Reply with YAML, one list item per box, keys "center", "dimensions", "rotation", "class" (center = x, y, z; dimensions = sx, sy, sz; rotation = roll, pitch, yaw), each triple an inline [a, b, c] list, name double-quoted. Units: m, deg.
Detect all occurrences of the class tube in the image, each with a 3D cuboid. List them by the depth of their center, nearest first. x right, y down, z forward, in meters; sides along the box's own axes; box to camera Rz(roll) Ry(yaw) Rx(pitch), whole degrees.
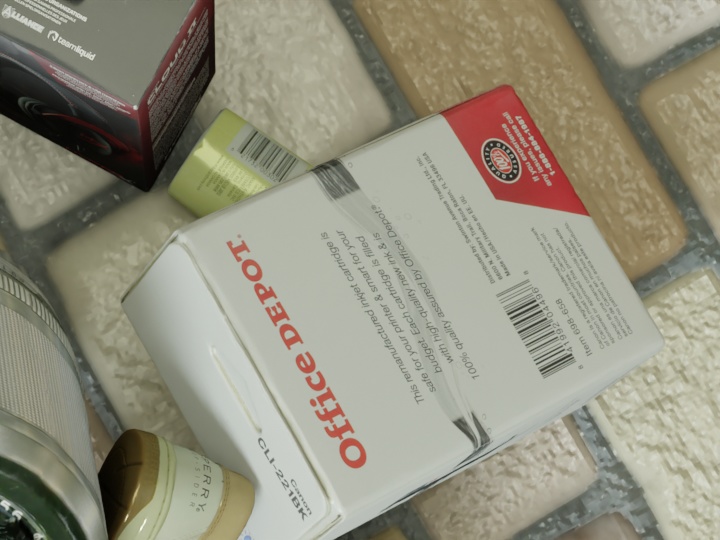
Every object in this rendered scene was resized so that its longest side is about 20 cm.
- center: [0.000, 0.000, 1.264]
  dimensions: [0.199, 0.052, 0.058]
  rotation: [34, 111, -1]
  class: "tube"

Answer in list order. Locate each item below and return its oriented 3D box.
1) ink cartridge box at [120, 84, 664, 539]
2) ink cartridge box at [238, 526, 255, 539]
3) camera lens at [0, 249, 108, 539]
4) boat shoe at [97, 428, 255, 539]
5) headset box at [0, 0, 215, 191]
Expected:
- center: [0.014, 0.023, 1.181]
  dimensions: [0.199, 0.084, 0.145]
  rotation: [-24, 79, -34]
  class: "ink cartridge box"
- center: [-0.005, 0.181, 1.207]
  dimensions: [0.044, 0.094, 0.201]
  rotation: [-34, 83, -10]
  class: "ink cartridge box"
- center: [-0.192, 0.087, 1.111]
  dimensions: [0.159, 0.200, 0.161]
  rotation: [-5, 120, -9]
  class: "camera lens"
- center: [-0.105, 0.149, 1.171]
  dimensions: [0.066, 0.200, 0.074]
  rotation: [15, 49, -17]
  class: "boat shoe"
- center: [-0.146, -0.120, 1.197]
  dimensions: [0.148, 0.200, 0.075]
  rotation: [28, 80, 1]
  class: "headset box"
